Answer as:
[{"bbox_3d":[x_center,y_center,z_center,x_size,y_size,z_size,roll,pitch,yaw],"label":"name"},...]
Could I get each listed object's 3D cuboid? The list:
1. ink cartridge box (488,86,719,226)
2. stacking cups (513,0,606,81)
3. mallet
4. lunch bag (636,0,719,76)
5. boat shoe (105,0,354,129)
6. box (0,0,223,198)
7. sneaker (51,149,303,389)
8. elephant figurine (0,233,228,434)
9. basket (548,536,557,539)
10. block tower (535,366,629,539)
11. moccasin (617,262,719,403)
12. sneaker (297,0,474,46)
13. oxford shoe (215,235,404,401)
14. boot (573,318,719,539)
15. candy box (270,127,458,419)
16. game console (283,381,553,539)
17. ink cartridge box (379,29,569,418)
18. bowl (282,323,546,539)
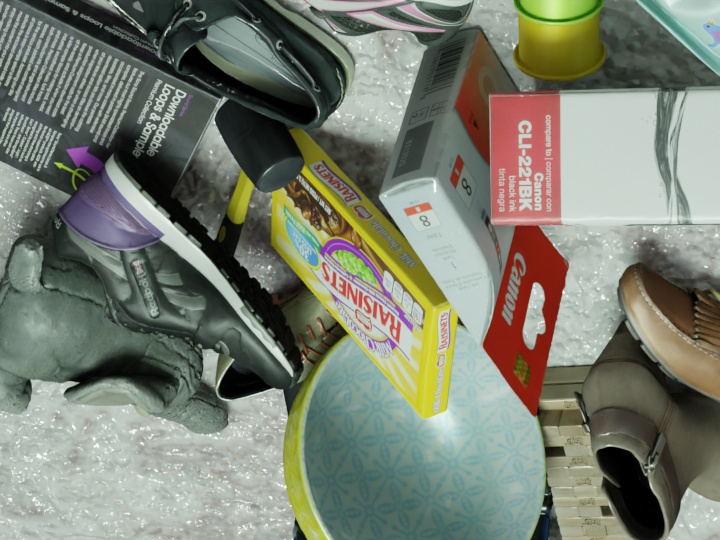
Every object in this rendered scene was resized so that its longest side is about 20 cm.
[{"bbox_3d":[0.192,-0.070,1.469,0.198,0.144,0.084,-1,91,17],"label":"ink cartridge box"},{"bbox_3d":[0.115,-0.214,1.437,0.060,0.061,0.201,3,128,14],"label":"stacking cups"},{"bbox_3d":[-0.081,-0.036,1.643,0.066,0.041,0.201,52,148,29],"label":"mallet"},{"bbox_3d":[0.208,-0.210,1.334,0.199,0.171,0.122,32,132,-15],"label":"lunch bag"},{"bbox_3d":[-0.099,-0.153,1.546,0.199,0.066,0.075,34,131,-13],"label":"boat shoe"},{"bbox_3d":[-0.203,-0.121,1.627,0.199,0.036,0.143,27,132,-6],"label":"box"},{"bbox_3d":[-0.127,0.018,1.626,0.087,0.076,0.200,-42,96,10],"label":"sneaker"},{"bbox_3d":[-0.169,0.052,1.715,0.199,0.155,0.142,19,105,-9],"label":"elephant figurine"},{"bbox_3d":[0.056,0.319,1.806,0.198,0.199,0.161,2,142,14],"label":"basket"},{"bbox_3d":[0.174,0.163,1.745,0.057,0.054,0.201,-3,128,20],"label":"block tower"},{"bbox_3d":[0.261,0.055,1.614,0.201,0.074,0.078,36,121,-11],"label":"moccasin"},{"bbox_3d":[-0.021,-0.188,1.489,0.199,0.081,0.087,21,143,6],"label":"sneaker"},{"bbox_3d":[-0.024,0.042,1.685,0.199,0.074,0.071,-32,113,34],"label":"oxford shoe"},{"bbox_3d":[0.210,0.134,1.646,0.070,0.147,0.200,-22,121,28],"label":"boot"},{"bbox_3d":[0.000,0.000,1.588,0.026,0.200,0.103,-22,138,-24],"label":"candy box"},{"bbox_3d":[0.035,0.172,1.741,0.198,0.119,0.172,1,124,15],"label":"game console"},{"bbox_3d":[0.093,-0.030,1.529,0.050,0.163,0.200,-21,122,30],"label":"ink cartridge box"},{"bbox_3d":[0.021,0.139,1.667,0.200,0.201,0.108,36,152,-15],"label":"bowl"}]
